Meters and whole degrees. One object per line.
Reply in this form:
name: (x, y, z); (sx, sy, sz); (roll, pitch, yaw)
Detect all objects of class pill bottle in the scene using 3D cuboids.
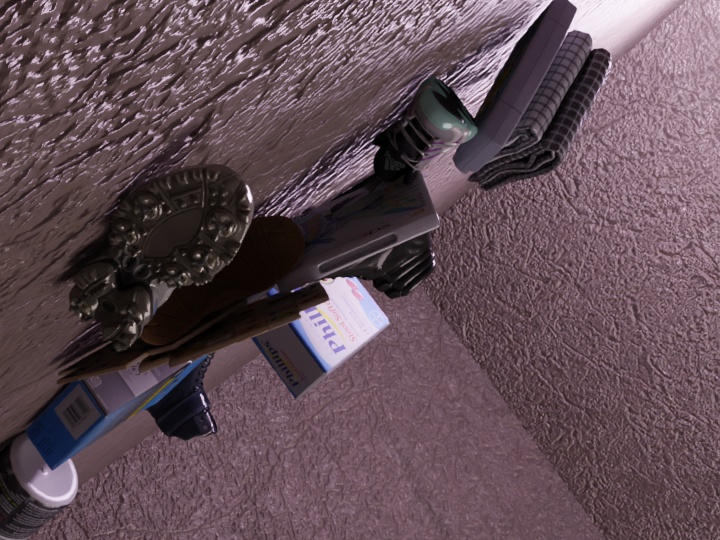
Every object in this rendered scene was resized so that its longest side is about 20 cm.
pill bottle: (-0.457, 0.301, 1.239); (0.199, 0.107, 0.106); (-38, 177, 18)

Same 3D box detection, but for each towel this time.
towel: (0.217, -0.193, 1.246); (0.167, 0.085, 0.199); (-60, -165, -19)

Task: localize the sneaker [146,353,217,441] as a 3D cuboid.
sneaker: (-0.236, 0.166, 1.493); (0.201, 0.147, 0.077); (-39, 176, -6)

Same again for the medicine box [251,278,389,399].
medicine box: (-0.081, 0.079, 1.645); (0.103, 0.183, 0.199); (-40, 177, 40)

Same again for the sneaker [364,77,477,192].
sneaker: (0.055, -0.134, 1.066); (0.139, 0.078, 0.200); (-39, 176, 12)

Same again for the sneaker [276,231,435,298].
sneaker: (0.000, 0.000, 1.137); (0.197, 0.101, 0.071); (-24, -160, -3)

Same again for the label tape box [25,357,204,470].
label tape box: (-0.300, 0.149, 1.231); (0.144, 0.064, 0.199); (-40, 176, 34)

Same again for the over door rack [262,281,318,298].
over door rack: (-0.100, -0.004, 1.401); (0.147, 0.067, 0.199); (-36, -170, -38)

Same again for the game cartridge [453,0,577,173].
game cartridge: (0.179, -0.215, 1.136); (0.202, 0.040, 0.133); (-61, -172, -16)

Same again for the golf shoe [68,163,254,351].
golf shoe: (-0.132, -0.029, 0.691); (0.199, 0.078, 0.098); (-33, -162, 41)

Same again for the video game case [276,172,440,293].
video game case: (-0.007, -0.051, 1.092); (0.180, 0.022, 0.200); (-23, -161, 6)

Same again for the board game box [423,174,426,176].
board game box: (0.033, -0.110, 1.594); (0.158, 0.039, 0.200); (-44, -179, 15)

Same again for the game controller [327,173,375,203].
game controller: (0.018, -0.073, 1.361); (0.042, 0.106, 0.199); (12, -146, 39)

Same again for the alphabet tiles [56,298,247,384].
alphabet tiles: (-0.214, 0.070, 1.023); (0.164, 0.006, 0.200); (-15, -169, 31)

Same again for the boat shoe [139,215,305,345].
boat shoe: (-0.147, 0.009, 0.989); (0.199, 0.073, 0.072); (-36, -170, -24)

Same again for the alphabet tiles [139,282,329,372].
alphabet tiles: (-0.129, 0.055, 1.008); (0.197, 0.006, 0.166); (-21, -170, -4)

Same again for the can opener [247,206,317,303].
can opener: (-0.117, -0.001, 1.248); (0.199, 0.053, 0.066); (-39, 178, 22)
